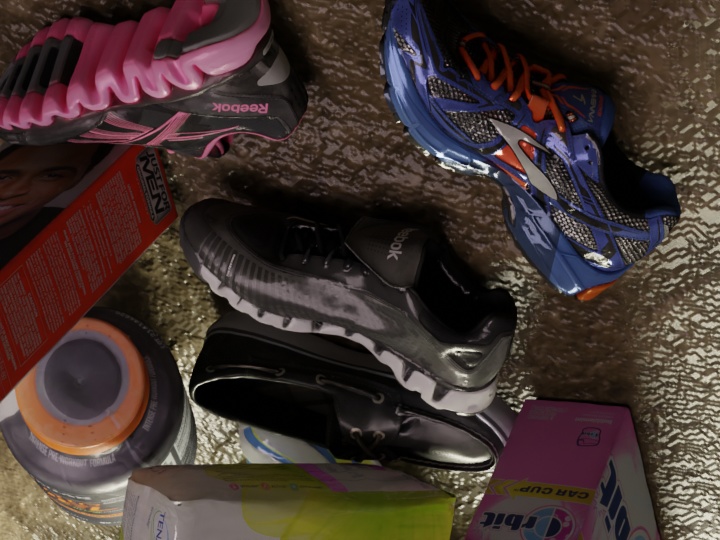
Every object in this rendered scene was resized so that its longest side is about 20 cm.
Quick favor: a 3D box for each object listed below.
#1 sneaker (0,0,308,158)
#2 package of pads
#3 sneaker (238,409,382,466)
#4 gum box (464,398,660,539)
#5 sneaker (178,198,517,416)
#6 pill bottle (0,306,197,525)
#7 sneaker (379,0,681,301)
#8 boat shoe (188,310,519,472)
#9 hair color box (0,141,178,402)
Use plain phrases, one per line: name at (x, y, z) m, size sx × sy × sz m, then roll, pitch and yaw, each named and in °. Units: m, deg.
sneaker at (-0.112, -0.088, 1.122) m, size 0.199 × 0.080 × 0.095 m, roll -8°, pitch 139°, yaw 36°
package of pads at (-0.045, 0.185, 1.190) m, size 0.068 × 0.199 × 0.156 m, roll 18°, pitch 102°, yaw 52°
sneaker at (-0.013, 0.178, 1.296) m, size 0.075 × 0.105 × 0.200 m, roll -23°, pitch 118°, yaw 42°
gum box at (0.126, 0.186, 1.222) m, size 0.066 × 0.114 × 0.201 m, roll 3°, pitch 133°, yaw 26°
sneaker at (0.000, 0.000, 1.148) m, size 0.199 × 0.067 × 0.091 m, roll 27°, pitch 136°, yaw -4°
pill bottle at (-0.150, 0.082, 1.219) m, size 0.105 × 0.107 × 0.200 m, roll 24°, pitch 167°, yaw 5°
sneaker at (0.083, -0.074, 1.031) m, size 0.078 × 0.076 × 0.200 m, roll -27°, pitch 123°, yaw 33°
boat shoe at (-0.005, 0.083, 1.235) m, size 0.198 × 0.057 × 0.069 m, roll 17°, pitch 137°, yaw 13°
hair color box at (-0.192, -0.004, 1.139) m, size 0.101 × 0.200 × 0.062 m, roll 0°, pitch 120°, yaw 28°
